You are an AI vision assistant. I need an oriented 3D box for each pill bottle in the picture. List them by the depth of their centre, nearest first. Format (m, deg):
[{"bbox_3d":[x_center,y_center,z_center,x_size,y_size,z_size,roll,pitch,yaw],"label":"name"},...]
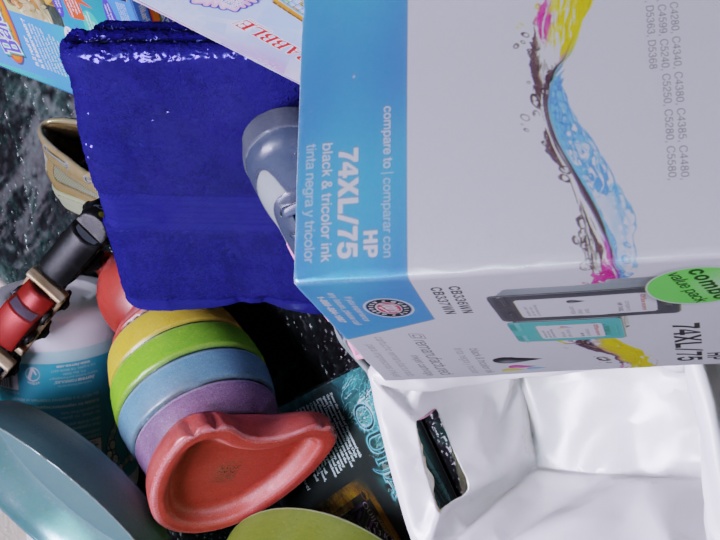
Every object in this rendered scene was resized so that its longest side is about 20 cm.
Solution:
[{"bbox_3d":[-0.225,0.112,1.016,0.110,0.110,0.202,14,113,37],"label":"pill bottle"}]

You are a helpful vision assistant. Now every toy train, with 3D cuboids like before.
[{"bbox_3d":[-0.224,0.031,0.901,0.034,0.046,0.200,41,113,-2],"label":"toy train"}]

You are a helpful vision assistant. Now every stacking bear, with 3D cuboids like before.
[{"bbox_3d":[-0.118,0.060,0.895,0.114,0.121,0.201,-54,48,33],"label":"stacking bear"}]

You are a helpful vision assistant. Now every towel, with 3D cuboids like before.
[{"bbox_3d":[-0.086,-0.059,0.794,0.146,0.050,0.201,1,133,8],"label":"towel"}]

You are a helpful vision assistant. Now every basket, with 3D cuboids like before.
[{"bbox_3d":[0.125,0.083,0.698,0.199,0.123,0.137,-9,98,43],"label":"basket"}]

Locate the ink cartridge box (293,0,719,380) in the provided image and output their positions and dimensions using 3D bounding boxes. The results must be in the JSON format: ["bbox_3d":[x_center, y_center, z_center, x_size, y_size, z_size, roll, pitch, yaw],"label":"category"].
[{"bbox_3d":[0.089,-0.046,0.548,0.198,0.147,0.147,-4,70,15],"label":"ink cartridge box"}]

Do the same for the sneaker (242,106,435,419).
[{"bbox_3d":[0.000,0.000,0.748,0.070,0.082,0.200,-24,124,22],"label":"sneaker"}]

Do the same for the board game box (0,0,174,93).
[{"bbox_3d":[-0.196,-0.186,0.900,0.199,0.045,0.153,23,144,33],"label":"board game box"}]

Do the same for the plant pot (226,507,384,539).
[{"bbox_3d":[-0.054,0.280,0.807,0.186,0.200,0.188,16,128,21],"label":"plant pot"}]

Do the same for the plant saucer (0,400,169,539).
[{"bbox_3d":[-0.195,0.150,0.900,0.199,0.036,0.201,29,150,19],"label":"plant saucer"}]

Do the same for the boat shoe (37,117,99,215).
[{"bbox_3d":[-0.153,-0.068,0.907,0.199,0.072,0.076,10,139,38],"label":"boat shoe"}]

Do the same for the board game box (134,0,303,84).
[{"bbox_3d":[0.031,-0.132,0.598,0.198,0.199,0.042,-13,67,38],"label":"board game box"}]

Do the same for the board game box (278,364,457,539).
[{"bbox_3d":[0.011,0.168,0.886,0.135,0.028,0.201,-29,84,42],"label":"board game box"}]
